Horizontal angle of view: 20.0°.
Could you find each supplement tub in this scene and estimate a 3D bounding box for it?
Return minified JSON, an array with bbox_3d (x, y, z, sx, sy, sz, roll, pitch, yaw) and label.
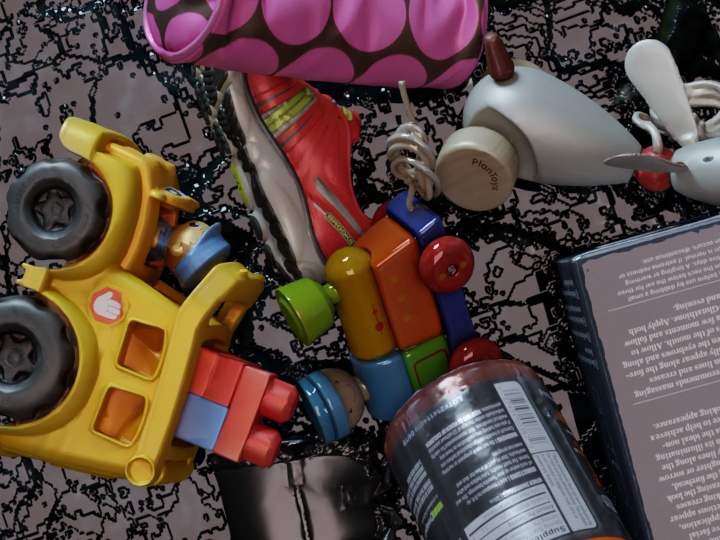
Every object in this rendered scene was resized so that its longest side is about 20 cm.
[{"bbox_3d":[0.096,0.156,1.149,0.106,0.107,0.201,-28,56,1],"label":"supplement tub"}]

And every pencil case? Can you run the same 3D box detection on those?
[{"bbox_3d":[-0.024,-0.159,1.188,0.198,0.091,0.094,-1,122,-34],"label":"pencil case"}]

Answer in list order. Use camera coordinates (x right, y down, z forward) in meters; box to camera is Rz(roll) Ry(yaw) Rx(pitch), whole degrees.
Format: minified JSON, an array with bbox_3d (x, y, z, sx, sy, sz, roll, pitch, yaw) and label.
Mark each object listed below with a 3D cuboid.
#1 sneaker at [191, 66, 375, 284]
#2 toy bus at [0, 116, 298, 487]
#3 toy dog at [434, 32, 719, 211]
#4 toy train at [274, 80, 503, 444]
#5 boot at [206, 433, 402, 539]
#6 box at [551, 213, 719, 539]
[{"bbox_3d":[-0.044,-0.091,1.249,0.084,0.077,0.202,-21,91,-20],"label":"sneaker"},{"bbox_3d":[-0.119,0.032,1.193,0.190,0.136,0.202,17,89,11],"label":"toy bus"},{"bbox_3d":[0.140,-0.093,1.196,0.198,0.133,0.097,-6,133,1],"label":"toy dog"},{"bbox_3d":[0.000,0.000,1.185,0.115,0.085,0.201,-26,120,-15],"label":"toy train"},{"bbox_3d":[-0.064,0.188,1.238,0.196,0.073,0.164,-8,92,-6],"label":"boot"},{"bbox_3d":[0.192,0.075,1.197,0.106,0.148,0.202,-15,90,1],"label":"box"}]
